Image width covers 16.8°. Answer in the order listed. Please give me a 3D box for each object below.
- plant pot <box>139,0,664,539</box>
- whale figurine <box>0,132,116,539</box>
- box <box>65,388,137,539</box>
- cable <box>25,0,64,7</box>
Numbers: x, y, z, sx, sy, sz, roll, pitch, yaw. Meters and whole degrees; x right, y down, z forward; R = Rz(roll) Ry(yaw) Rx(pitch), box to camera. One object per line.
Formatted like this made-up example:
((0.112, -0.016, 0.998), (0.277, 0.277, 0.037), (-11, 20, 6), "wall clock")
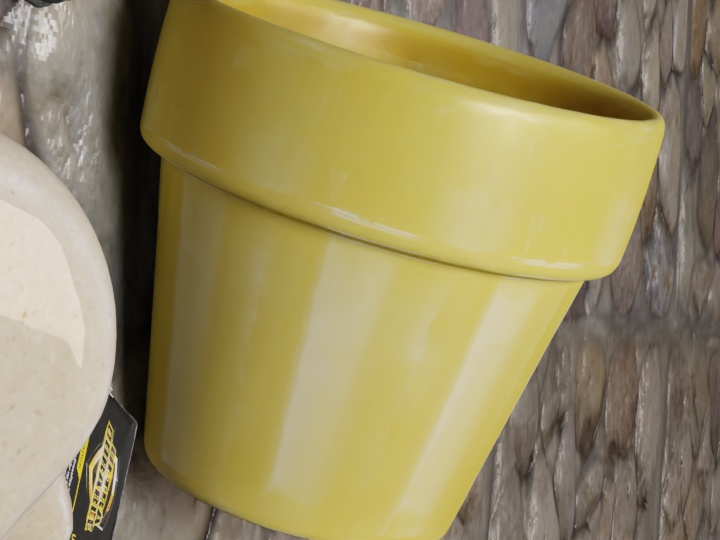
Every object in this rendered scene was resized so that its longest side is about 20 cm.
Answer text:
((0.000, 0.000, 0.969), (0.201, 0.200, 0.189), (-22, 129, -72), "plant pot")
((-0.150, 0.048, 0.639), (0.159, 0.104, 0.200), (18, 95, -40), "whale figurine")
((-0.133, 0.105, 0.763), (0.160, 0.049, 0.200), (65, 31, -62), "box")
((-0.084, -0.162, 0.873), (0.200, 0.050, 0.097), (-59, 149, -55), "cable")
